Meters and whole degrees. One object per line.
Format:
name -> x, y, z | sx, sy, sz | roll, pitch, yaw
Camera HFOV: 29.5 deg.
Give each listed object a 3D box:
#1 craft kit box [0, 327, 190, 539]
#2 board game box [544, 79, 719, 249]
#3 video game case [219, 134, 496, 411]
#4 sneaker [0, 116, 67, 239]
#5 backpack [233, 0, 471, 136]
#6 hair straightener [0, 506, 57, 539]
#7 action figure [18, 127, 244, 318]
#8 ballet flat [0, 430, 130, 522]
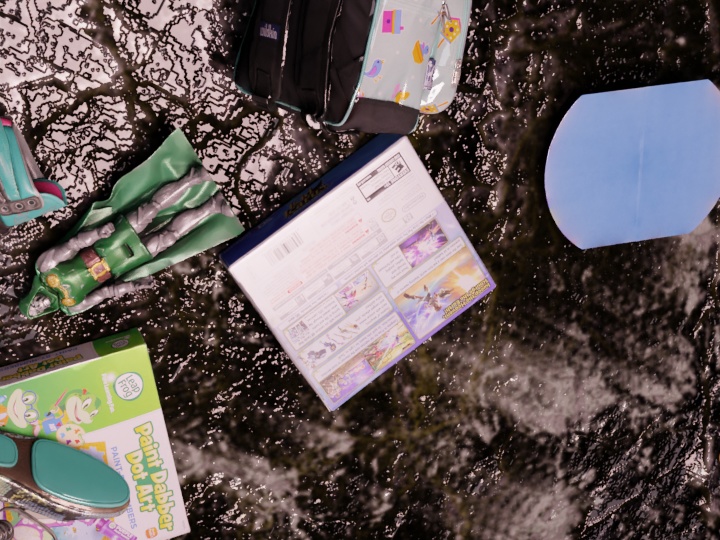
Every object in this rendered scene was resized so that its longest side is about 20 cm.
craft kit box -> -0.268, 0.173, 1.223 | 0.196, 0.048, 0.202 | -18, 114, -17
board game box -> 0.265, -0.108, 1.329 | 0.198, 0.039, 0.159 | -9, 117, -13
video game case -> 0.000, 0.000, 1.260 | 0.199, 0.045, 0.182 | -36, 116, -5
sneaker -> -0.299, -0.038, 1.115 | 0.120, 0.084, 0.202 | -5, 109, -9
backpack -> 0.001, -0.223, 1.111 | 0.152, 0.175, 0.202 | -5, 110, -37
hair straightener -> -0.336, 0.234, 1.155 | 0.199, 0.041, 0.077 | -6, 125, 27
action figure -> -0.207, -0.019, 1.173 | 0.199, 0.055, 0.119 | -34, 120, -2
ballet flat -> -0.295, 0.175, 1.162 | 0.199, 0.074, 0.075 | 26, 98, -25
